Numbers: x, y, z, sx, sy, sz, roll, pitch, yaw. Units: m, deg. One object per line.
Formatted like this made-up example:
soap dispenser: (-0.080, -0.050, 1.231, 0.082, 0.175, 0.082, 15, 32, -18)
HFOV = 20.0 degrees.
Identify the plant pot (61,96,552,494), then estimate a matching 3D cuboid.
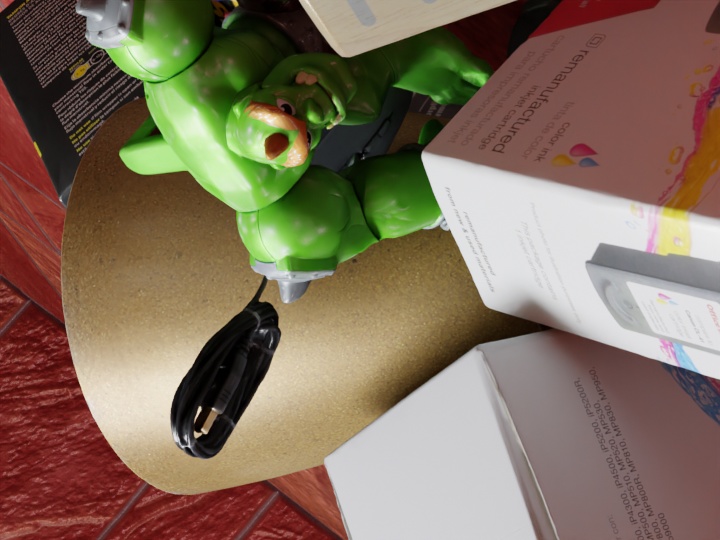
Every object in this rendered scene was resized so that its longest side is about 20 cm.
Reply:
plant pot: (0.000, 0.000, 0.913, 0.199, 0.187, 0.187, -7, 140, 29)

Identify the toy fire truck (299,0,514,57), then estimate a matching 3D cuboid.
toy fire truck: (0.057, -0.157, 0.538, 0.176, 0.200, 0.128, 47, 165, -25)

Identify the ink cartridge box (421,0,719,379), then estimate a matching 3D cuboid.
ink cartridge box: (0.144, -0.040, 0.725, 0.199, 0.148, 0.086, 15, 142, 44)

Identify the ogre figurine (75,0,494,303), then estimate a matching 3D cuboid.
ogre figurine: (-0.026, -0.076, 0.748, 0.098, 0.120, 0.201, 20, 147, 35)

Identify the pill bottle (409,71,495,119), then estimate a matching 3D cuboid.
pill bottle: (0.039, -0.043, 1.049, 0.199, 0.117, 0.117, 4, 145, 42)

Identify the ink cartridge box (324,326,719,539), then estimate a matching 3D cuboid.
ink cartridge box: (0.115, 0.101, 0.832, 0.145, 0.199, 0.146, -42, 65, 54)

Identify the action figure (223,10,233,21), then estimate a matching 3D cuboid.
action figure: (-0.049, -0.150, 1.025, 0.199, 0.066, 0.052, 8, 129, 26)

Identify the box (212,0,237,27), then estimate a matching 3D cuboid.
box: (-0.045, -0.162, 1.154, 0.200, 0.049, 0.159, 49, 167, -29)

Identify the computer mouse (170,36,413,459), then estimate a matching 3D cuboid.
computer mouse: (-0.022, -0.017, 0.813, 0.034, 0.201, 0.059, 16, 168, 27)

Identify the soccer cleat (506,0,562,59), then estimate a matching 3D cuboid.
soccer cleat: (0.153, -0.074, 0.883, 0.199, 0.065, 0.083, 26, -170, 38)

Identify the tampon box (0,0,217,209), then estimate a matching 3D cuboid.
tampon box: (-0.124, -0.096, 1.266, 0.150, 0.126, 0.200, 46, -173, -41)
